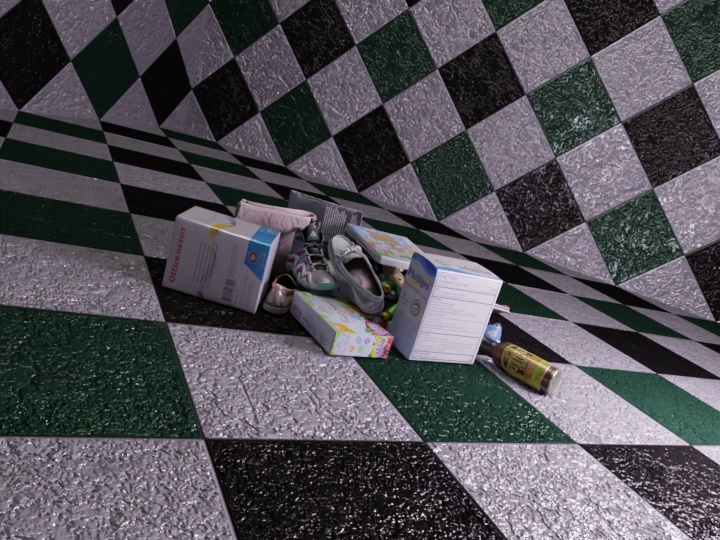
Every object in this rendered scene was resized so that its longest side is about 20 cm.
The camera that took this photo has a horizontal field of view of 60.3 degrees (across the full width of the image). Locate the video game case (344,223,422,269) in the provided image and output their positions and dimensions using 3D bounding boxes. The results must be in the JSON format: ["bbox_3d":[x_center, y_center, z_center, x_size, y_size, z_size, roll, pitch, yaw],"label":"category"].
[{"bbox_3d":[0.081,-0.051,1.508,0.196,0.023,0.182,11,22,-35],"label":"video game case"}]

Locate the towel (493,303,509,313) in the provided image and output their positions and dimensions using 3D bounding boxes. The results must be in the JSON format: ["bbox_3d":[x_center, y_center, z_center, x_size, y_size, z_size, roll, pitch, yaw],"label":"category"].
[{"bbox_3d":[0.267,0.087,1.598,0.196,0.023,0.142,-1,-11,42],"label":"towel"}]

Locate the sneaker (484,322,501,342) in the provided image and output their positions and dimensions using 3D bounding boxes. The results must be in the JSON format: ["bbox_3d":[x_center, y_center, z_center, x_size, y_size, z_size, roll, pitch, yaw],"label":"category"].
[{"bbox_3d":[0.262,0.120,1.517,0.197,0.092,0.078,24,15,33],"label":"sneaker"}]

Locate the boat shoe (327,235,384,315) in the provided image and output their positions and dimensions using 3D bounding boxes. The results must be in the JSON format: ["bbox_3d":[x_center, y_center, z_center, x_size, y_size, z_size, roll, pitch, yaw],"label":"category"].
[{"bbox_3d":[-0.007,-0.002,1.319,0.073,0.065,0.205,-16,60,-22],"label":"boat shoe"}]

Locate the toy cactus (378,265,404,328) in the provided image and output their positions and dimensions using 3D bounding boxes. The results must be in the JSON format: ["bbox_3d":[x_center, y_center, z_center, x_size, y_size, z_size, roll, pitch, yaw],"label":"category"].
[{"bbox_3d":[0.088,0.056,1.419,0.194,0.104,0.167,4,40,-22],"label":"toy cactus"}]

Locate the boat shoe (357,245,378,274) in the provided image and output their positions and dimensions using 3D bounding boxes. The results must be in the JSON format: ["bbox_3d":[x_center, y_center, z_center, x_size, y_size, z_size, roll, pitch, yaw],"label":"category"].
[{"bbox_3d":[0.000,0.000,1.471,0.070,0.069,0.200,-22,-16,10],"label":"boat shoe"}]

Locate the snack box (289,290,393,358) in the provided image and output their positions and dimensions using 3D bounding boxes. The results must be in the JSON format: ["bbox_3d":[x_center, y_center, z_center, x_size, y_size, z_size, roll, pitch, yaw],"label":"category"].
[{"bbox_3d":[-0.043,0.108,1.263,0.139,0.054,0.199,8,16,-34],"label":"snack box"}]

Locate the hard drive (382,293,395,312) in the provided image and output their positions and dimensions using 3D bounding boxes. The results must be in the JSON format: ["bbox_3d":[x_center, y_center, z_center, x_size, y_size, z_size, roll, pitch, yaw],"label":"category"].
[{"bbox_3d":[0.081,0.073,1.517,0.195,0.034,0.140,12,15,-21],"label":"hard drive"}]

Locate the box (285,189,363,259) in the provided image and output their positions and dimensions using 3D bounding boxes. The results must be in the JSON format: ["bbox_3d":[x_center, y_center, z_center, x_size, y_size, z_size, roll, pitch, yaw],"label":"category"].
[{"bbox_3d":[-0.116,-0.090,1.627,0.193,0.126,0.200,16,-21,-7],"label":"box"}]

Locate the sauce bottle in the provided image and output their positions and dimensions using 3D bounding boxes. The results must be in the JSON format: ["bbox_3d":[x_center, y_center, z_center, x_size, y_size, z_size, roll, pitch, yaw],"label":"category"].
[{"bbox_3d":[0.339,0.200,1.362,0.197,0.066,0.064,25,16,35],"label":"sauce bottle"}]

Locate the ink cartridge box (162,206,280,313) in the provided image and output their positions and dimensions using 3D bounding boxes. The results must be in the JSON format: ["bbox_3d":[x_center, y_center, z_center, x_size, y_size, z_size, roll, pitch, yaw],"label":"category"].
[{"bbox_3d":[-0.284,-0.027,1.286,0.195,0.151,0.146,17,14,-3],"label":"ink cartridge box"}]

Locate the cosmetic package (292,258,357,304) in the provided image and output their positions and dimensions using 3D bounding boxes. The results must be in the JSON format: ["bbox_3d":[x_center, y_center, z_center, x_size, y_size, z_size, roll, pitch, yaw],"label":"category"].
[{"bbox_3d":[-0.074,0.030,1.472,0.100,0.076,0.200,17,13,-34],"label":"cosmetic package"}]

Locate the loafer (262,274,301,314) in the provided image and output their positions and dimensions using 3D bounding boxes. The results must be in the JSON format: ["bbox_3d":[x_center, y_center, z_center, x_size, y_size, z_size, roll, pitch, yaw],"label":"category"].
[{"bbox_3d":[-0.163,0.040,1.358,0.070,0.065,0.200,16,14,2],"label":"loafer"}]

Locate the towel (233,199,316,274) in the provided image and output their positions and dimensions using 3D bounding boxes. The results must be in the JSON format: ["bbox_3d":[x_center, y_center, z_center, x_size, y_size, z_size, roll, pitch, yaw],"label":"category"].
[{"bbox_3d":[-0.223,-0.076,1.477,0.186,0.202,0.033,10,45,-24],"label":"towel"}]

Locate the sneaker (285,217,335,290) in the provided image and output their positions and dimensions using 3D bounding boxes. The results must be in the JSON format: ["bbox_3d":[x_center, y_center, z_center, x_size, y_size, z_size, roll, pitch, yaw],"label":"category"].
[{"bbox_3d":[-0.106,-0.044,1.373,0.076,0.144,0.199,2,17,-33],"label":"sneaker"}]

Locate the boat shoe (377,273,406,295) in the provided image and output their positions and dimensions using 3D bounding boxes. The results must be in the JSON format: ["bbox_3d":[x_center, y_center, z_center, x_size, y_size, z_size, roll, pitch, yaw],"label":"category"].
[{"bbox_3d":[0.129,0.036,1.499,0.196,0.072,0.070,25,16,25],"label":"boat shoe"}]

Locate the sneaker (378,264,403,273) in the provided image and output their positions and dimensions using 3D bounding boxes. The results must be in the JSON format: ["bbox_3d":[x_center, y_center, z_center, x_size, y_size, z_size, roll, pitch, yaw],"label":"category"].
[{"bbox_3d":[0.105,0.004,1.833,0.197,0.073,0.079,21,18,35],"label":"sneaker"}]

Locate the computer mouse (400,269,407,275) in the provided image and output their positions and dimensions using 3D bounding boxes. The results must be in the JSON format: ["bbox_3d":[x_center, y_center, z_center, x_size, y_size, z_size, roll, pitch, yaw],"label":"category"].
[{"bbox_3d":[0.183,0.038,1.592,0.195,0.054,0.138,10,-19,-19],"label":"computer mouse"}]

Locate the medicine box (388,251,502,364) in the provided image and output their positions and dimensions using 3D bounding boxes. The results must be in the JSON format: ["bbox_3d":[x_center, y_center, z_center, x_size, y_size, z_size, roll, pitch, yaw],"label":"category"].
[{"bbox_3d":[0.177,0.083,1.317,0.178,0.205,0.103,9,16,-31],"label":"medicine box"}]
